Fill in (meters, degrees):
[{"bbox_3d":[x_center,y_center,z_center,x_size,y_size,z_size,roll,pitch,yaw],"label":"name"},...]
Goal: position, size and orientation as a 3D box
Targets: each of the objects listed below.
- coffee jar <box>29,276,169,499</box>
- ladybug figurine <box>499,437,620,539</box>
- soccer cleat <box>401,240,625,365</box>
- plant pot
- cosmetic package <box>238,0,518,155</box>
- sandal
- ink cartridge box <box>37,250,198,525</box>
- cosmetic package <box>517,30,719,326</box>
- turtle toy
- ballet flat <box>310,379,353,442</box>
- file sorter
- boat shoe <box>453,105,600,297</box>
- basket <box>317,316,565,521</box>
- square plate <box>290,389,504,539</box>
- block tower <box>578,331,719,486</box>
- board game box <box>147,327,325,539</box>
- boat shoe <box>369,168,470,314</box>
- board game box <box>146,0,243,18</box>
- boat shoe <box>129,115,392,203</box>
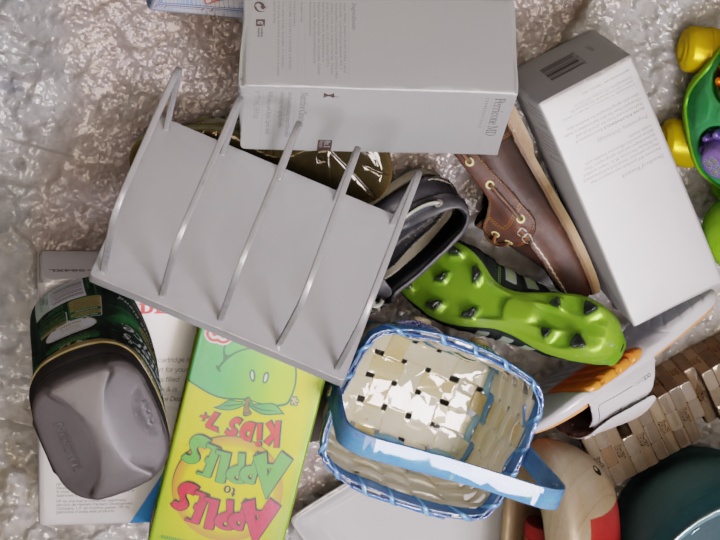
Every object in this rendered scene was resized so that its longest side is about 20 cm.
[{"bbox_3d":[-0.184,0.081,1.461,0.085,0.200,0.105,-21,109,-2],"label":"coffee jar"},{"bbox_3d":[0.161,0.231,1.662,0.071,0.136,0.202,-2,109,-19],"label":"ladybug figurine"},{"bbox_3d":[0.114,0.031,1.624,0.199,0.081,0.068,22,80,26],"label":"soccer cleat"},{"bbox_3d":[0.294,0.239,1.684,0.198,0.188,0.202,-2,108,-7],"label":"plant pot"},{"bbox_3d":[0.011,-0.143,1.518,0.198,0.113,0.082,2,69,-2],"label":"cosmetic package"},{"bbox_3d":[0.214,0.087,1.655,0.206,0.079,0.059,-33,103,-19],"label":"sandal"},{"bbox_3d":[-0.179,0.089,1.616,0.145,0.084,0.202,0,107,-10],"label":"ink cartridge box"},{"bbox_3d":[0.196,-0.072,1.612,0.084,0.108,0.201,-27,112,-1],"label":"cosmetic package"},{"bbox_3d":[0.312,-0.097,1.624,0.145,0.101,0.201,7,106,-11],"label":"turtle toy"},{"bbox_3d":[-0.044,0.041,1.648,0.067,0.046,0.201,-16,117,-27],"label":"ballet flat"},{"bbox_3d":[-0.071,-0.034,1.476,0.199,0.125,0.140,23,66,-3],"label":"file sorter"},{"bbox_3d":[0.117,-0.055,1.625,0.070,0.070,0.201,-31,102,-5],"label":"boat shoe"},{"bbox_3d":[0.051,0.117,1.572,0.175,0.200,0.140,19,105,-16],"label":"basket"},{"bbox_3d":[0.074,0.223,1.729,0.197,0.028,0.201,-34,110,2],"label":"square plate"},{"bbox_3d":[0.272,0.102,1.708,0.199,0.054,0.058,-27,111,0],"label":"block tower"},{"bbox_3d":[-0.089,0.120,1.566,0.101,0.048,0.201,13,105,-7],"label":"board game box"},{"bbox_3d":[0.000,0.000,1.589,0.200,0.063,0.073,-40,127,-9],"label":"boat shoe"},{"bbox_3d":[-0.068,-0.263,1.532,0.198,0.062,0.201,-10,109,-6],"label":"board game box"},{"bbox_3d":[-0.076,-0.085,1.597,0.199,0.063,0.074,-3,113,-1],"label":"boat shoe"}]
